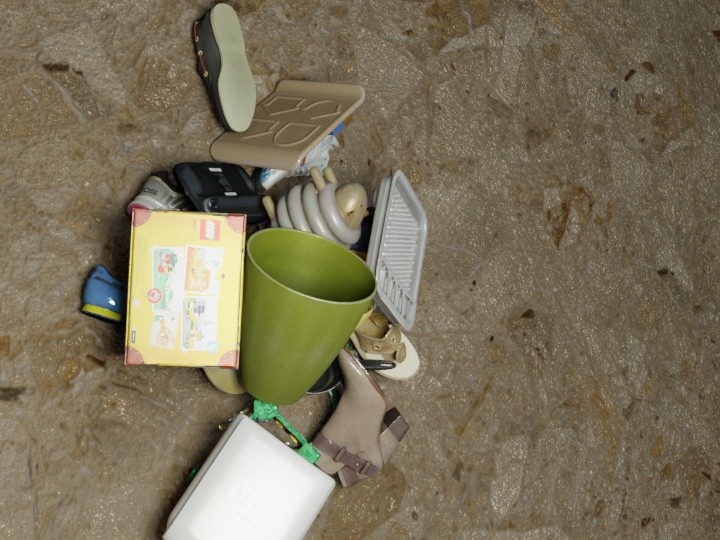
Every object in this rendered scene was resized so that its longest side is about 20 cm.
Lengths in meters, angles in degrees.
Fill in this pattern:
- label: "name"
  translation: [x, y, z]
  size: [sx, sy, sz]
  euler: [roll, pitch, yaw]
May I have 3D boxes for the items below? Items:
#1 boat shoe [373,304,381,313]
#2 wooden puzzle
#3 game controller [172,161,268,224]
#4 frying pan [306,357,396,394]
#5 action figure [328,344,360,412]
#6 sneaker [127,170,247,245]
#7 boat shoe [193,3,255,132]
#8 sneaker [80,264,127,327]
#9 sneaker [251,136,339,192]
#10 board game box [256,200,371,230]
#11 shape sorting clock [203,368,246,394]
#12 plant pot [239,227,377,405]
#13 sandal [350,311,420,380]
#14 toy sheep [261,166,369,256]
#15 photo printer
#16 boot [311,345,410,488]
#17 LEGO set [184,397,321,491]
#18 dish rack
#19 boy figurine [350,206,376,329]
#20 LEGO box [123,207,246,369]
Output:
- label: "boat shoe"
  translation: [0.009, 0.018, 1.590]
  size: [0.071, 0.072, 0.204]
  euler: [19, 73, -35]
- label: "wooden puzzle"
  translation: [-0.108, -0.219, 1.498]
  size: [0.201, 0.183, 0.047]
  euler: [-52, 136, -33]
- label: "game controller"
  translation: [-0.200, -0.113, 1.409]
  size: [0.105, 0.042, 0.200]
  euler: [49, 18, 10]
- label: "frying pan"
  translation: [-0.050, 0.138, 1.497]
  size: [0.188, 0.031, 0.115]
  euler: [-13, 52, -32]
- label: "action figure"
  translation: [-0.012, 0.195, 1.536]
  size: [0.117, 0.054, 0.203]
  euler: [-16, 85, -40]
- label: "sneaker"
  translation: [-0.238, -0.080, 1.411]
  size: [0.198, 0.073, 0.089]
  euler: [29, 62, -28]
- label: "boat shoe"
  translation: [-0.212, -0.307, 1.502]
  size: [0.073, 0.062, 0.205]
  euler: [-1, 77, -50]
- label: "sneaker"
  translation: [-0.285, 0.051, 1.339]
  size: [0.198, 0.066, 0.080]
  euler: [23, 73, -30]
- label: "sneaker"
  translation: [-0.094, -0.177, 1.558]
  size: [0.087, 0.074, 0.200]
  euler: [55, 52, -20]
- label: "board game box"
  translation: [-0.059, -0.049, 1.538]
  size: [0.197, 0.032, 0.122]
  euler: [-12, 78, -28]
- label: "shape sorting clock"
  translation: [-0.178, 0.076, 1.403]
  size: [0.199, 0.039, 0.204]
  euler: [4, 85, -59]
- label: "plant pot"
  translation: [-0.095, 0.076, 1.329]
  size: [0.184, 0.202, 0.188]
  euler: [17, 26, -8]
- label: "sandal"
  translation: [0.022, 0.095, 1.515]
  size: [0.212, 0.070, 0.078]
  euler: [47, 74, -9]
- label: "toy sheep"
  translation: [-0.074, -0.068, 1.434]
  size: [0.138, 0.198, 0.139]
  euler: [45, 28, -33]
- label: "photo printer"
  translation: [-0.150, 0.317, 1.270]
  size: [0.165, 0.069, 0.201]
  euler: [36, 71, -4]
- label: "boot"
  translation: [-0.021, 0.228, 1.442]
  size: [0.146, 0.070, 0.201]
  euler: [-38, 110, -3]
- label: "LEGO set"
  translation: [-0.155, 0.281, 1.378]
  size: [0.153, 0.116, 0.201]
  euler: [35, 70, -4]
- label: "dish rack"
  translation: [0.048, -0.028, 1.437]
  size: [0.172, 0.043, 0.203]
  euler: [51, 45, -56]
- label: "boy figurine"
  translation: [0.000, 0.000, 1.491]
  size: [0.123, 0.064, 0.202]
  euler: [27, 56, -11]
- label: "LEGO box"
  translation: [-0.231, 0.023, 1.268]
  size: [0.146, 0.077, 0.204]
  euler: [4, 89, -15]
